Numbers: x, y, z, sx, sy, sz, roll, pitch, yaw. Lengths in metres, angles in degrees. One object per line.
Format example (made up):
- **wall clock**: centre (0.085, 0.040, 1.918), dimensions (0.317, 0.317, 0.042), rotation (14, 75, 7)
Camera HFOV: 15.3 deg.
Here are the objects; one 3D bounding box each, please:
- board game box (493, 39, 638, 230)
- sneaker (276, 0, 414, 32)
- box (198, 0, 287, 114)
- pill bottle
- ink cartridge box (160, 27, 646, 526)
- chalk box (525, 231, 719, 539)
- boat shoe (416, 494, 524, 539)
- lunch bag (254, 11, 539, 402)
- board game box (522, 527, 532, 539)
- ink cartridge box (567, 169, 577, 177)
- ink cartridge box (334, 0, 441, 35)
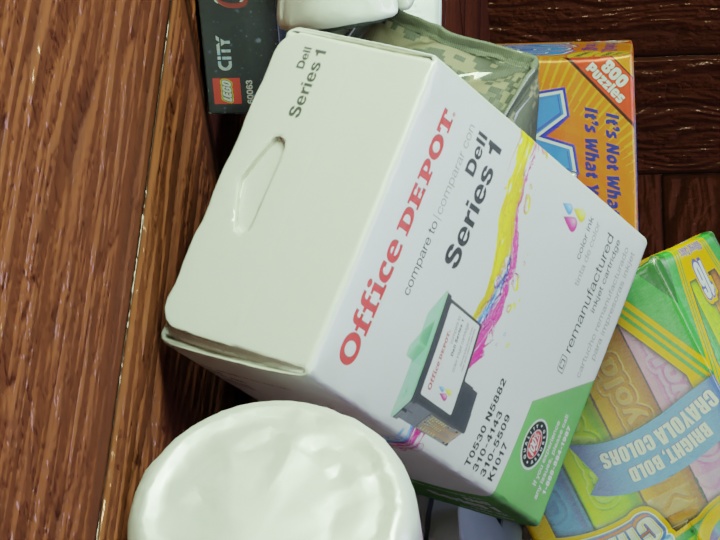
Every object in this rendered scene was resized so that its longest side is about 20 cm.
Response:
- **board game box**: centre (0.081, -0.043, 1.745), dimensions (0.200, 0.199, 0.201), rotation (-51, 139, -80)
- **sneaker**: centre (-0.002, -0.175, 1.231), dimensions (0.200, 0.075, 0.081), rotation (-78, 157, -67)
- **box**: centre (-0.052, -0.190, 1.243), dimensions (0.137, 0.037, 0.201), rotation (-80, 168, -63)
- **pill bottle**: centre (-0.025, 0.152, 1.071), dimensions (0.200, 0.112, 0.113), rotation (83, 8, -50)
- **ink cartridge box**: centre (0.024, 0.006, 1.152), dimensions (0.200, 0.084, 0.145), rotation (35, 73, -50)
- **chalk box**: centre (0.152, 0.101, 1.313), dimensions (0.201, 0.123, 0.124), rotation (62, 20, 2)
- **boat shoe**: centre (0.041, 0.115, 1.301), dimensions (0.074, 0.065, 0.200), rotation (59, 17, -7)
- **lunch bag**: centre (0.000, 0.000, 1.303), dimensions (0.200, 0.117, 0.164), rotation (-56, 157, -31)
- **board game box**: centre (0.025, 0.211, 1.400), dimensions (0.200, 0.046, 0.152), rotation (-57, -167, 28)
- **ink cartridge box**: centre (0.046, 0.004, 1.507), dimensions (0.076, 0.136, 0.201), rotation (70, 32, -78)
- **ink cartridge box**: centre (0.005, -0.190, 1.485), dimensions (0.200, 0.040, 0.201), rotation (135, -40, -70)
